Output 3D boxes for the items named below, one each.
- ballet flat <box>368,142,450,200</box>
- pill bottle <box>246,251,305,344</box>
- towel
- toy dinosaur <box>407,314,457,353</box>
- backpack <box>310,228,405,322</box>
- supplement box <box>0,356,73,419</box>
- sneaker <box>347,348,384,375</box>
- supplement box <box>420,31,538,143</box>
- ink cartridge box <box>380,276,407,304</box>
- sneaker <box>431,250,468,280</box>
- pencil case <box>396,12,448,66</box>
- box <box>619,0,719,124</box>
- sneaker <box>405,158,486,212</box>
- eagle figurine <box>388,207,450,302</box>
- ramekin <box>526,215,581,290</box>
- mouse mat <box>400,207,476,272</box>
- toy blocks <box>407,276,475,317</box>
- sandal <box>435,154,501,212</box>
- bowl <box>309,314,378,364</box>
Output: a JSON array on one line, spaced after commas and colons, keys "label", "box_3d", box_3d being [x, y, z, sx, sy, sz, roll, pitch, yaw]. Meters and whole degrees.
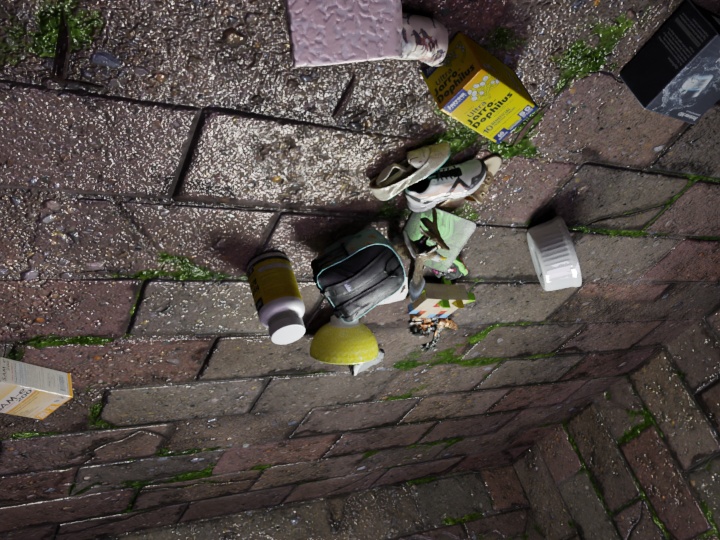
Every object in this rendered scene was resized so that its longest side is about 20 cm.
[{"label": "ballet flat", "box_3d": [0.104, -0.220, 1.494, 0.199, 0.068, 0.062, -35, 136, 20]}, {"label": "pill bottle", "box_3d": [-0.193, 0.066, 1.611, 0.110, 0.201, 0.112, -15, 148, -10]}, {"label": "towel", "box_3d": [-0.026, -0.423, 1.062, 0.189, 0.032, 0.202, -11, 118, -15]}, {"label": "toy dinosaur", "box_3d": [0.226, 0.174, 2.137, 0.199, 0.102, 0.136, 20, 115, -19]}, {"label": "backpack", "box_3d": [0.000, 0.000, 1.647, 0.199, 0.154, 0.176, -28, 119, 8]}, {"label": "supplement box", "box_3d": [-0.829, 0.292, 1.688, 0.126, 0.074, 0.200, -34, 146, 19]}, {"label": "sneaker", "box_3d": [0.026, 0.260, 2.169, 0.115, 0.076, 0.200, -16, 158, -17]}, {"label": "supplement box", "box_3d": [0.231, -0.348, 1.333, 0.199, 0.110, 0.109, 15, 133, -44]}, {"label": "ink cartridge box", "box_3d": [0.031, 0.036, 1.828, 0.198, 0.068, 0.117, -7, 146, -20]}, {"label": "sneaker", "box_3d": [0.228, -0.018, 1.858, 0.083, 0.077, 0.200, -33, 146, 11]}, {"label": "pencil case", "box_3d": [0.059, -0.397, 1.182, 0.198, 0.078, 0.090, -3, 112, -27]}, {"label": "box", "box_3d": [0.707, -0.439, 1.477, 0.195, 0.118, 0.200, 3, 142, -34]}, {"label": "sneaker", "box_3d": [0.192, -0.201, 1.565, 0.199, 0.074, 0.080, -26, 146, 6]}, {"label": "eagle figurine", "box_3d": [0.138, -0.032, 1.669, 0.151, 0.152, 0.200, 37, 135, -6]}, {"label": "ramekin", "box_3d": [0.529, -0.041, 1.897, 0.097, 0.202, 0.201, -17, 149, 7]}, {"label": "mouse mat", "box_3d": [0.182, -0.079, 1.733, 0.160, 0.008, 0.201, 19, 136, -7]}, {"label": "toy blocks", "box_3d": [0.214, 0.092, 2.013, 0.198, 0.101, 0.137, 3, 151, -31]}, {"label": "sandal", "box_3d": [0.265, -0.179, 1.644, 0.211, 0.070, 0.077, -39, 144, 25]}, {"label": "bowl", "box_3d": [-0.045, 0.183, 1.943, 0.198, 0.200, 0.109, -4, 102, -26]}]
